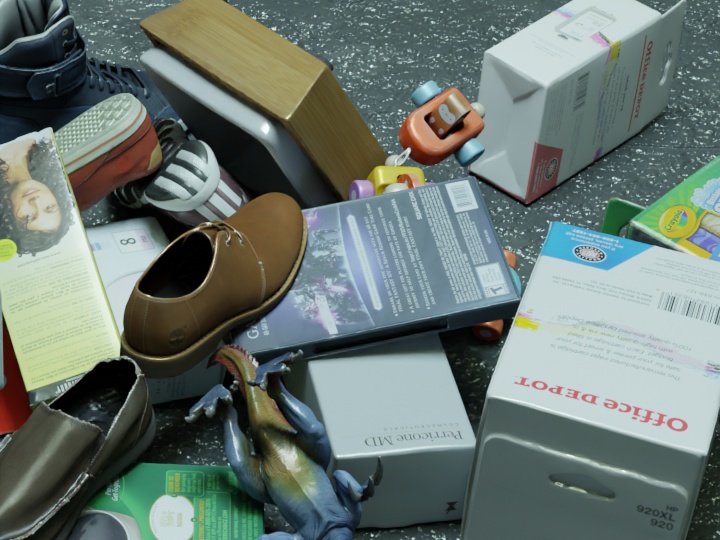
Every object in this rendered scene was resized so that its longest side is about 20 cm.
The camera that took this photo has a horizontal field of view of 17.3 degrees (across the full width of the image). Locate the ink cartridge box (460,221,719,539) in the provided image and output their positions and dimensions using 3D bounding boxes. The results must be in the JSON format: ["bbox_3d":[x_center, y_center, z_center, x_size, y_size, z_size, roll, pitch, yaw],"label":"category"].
[{"bbox_3d":[0.165,0.094,1.581,0.146,0.145,0.200,15,39,10],"label":"ink cartridge box"}]

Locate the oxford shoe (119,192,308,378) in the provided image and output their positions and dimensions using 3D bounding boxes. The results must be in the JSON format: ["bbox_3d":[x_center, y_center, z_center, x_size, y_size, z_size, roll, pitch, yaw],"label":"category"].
[{"bbox_3d":[-0.092,-0.007,1.598,0.071,0.072,0.200,19,38,20],"label":"oxford shoe"}]

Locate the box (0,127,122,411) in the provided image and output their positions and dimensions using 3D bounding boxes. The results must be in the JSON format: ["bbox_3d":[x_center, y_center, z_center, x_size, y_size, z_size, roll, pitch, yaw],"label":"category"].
[{"bbox_3d":[-0.215,0.005,1.621,0.075,0.050,0.201,-20,65,-6],"label":"box"}]

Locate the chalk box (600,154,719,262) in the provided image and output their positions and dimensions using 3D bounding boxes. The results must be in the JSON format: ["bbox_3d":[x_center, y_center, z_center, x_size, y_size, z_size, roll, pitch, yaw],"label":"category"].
[{"bbox_3d":[0.263,0.010,1.720,0.199,0.125,0.124,33,45,28],"label":"chalk box"}]

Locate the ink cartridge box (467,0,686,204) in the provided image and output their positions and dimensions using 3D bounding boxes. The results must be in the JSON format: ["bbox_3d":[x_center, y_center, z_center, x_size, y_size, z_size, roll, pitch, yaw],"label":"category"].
[{"bbox_3d":[0.178,-0.152,1.920,0.067,0.117,0.200,31,43,29],"label":"ink cartridge box"}]

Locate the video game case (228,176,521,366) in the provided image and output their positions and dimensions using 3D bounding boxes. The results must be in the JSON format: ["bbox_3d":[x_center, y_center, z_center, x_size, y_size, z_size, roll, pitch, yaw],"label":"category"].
[{"bbox_3d":[0.000,0.000,1.650,0.198,0.019,0.143,-12,40,-4],"label":"video game case"}]

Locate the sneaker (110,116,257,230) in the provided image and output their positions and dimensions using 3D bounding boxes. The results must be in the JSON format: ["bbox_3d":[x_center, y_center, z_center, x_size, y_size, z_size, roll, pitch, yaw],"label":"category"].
[{"bbox_3d":[-0.121,-0.047,1.790,0.076,0.115,0.200,-49,21,-2],"label":"sneaker"}]

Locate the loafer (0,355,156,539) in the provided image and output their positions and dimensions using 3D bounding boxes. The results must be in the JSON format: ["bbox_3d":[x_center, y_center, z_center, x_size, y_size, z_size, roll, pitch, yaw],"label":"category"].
[{"bbox_3d":[-0.199,0.116,1.486,0.073,0.071,0.200,20,40,18],"label":"loafer"}]

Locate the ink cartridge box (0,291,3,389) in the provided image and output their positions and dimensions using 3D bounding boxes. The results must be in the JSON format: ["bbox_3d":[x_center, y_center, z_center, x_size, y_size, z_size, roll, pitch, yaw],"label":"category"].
[{"bbox_3d":[-0.274,-0.041,1.586,0.047,0.201,0.160,-3,25,-18],"label":"ink cartridge box"}]

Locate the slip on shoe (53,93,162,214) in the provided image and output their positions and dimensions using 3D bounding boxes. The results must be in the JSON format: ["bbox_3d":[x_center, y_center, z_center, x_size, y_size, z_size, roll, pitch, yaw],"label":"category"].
[{"bbox_3d":[-0.232,-0.055,1.732,0.199,0.061,0.074,-30,30,10],"label":"slip on shoe"}]

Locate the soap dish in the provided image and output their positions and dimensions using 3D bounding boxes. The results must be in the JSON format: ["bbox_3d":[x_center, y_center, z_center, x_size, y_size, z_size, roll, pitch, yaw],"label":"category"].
[{"bbox_3d":[-0.065,-0.114,1.773,0.157,0.200,0.081,34,80,30],"label":"soap dish"}]

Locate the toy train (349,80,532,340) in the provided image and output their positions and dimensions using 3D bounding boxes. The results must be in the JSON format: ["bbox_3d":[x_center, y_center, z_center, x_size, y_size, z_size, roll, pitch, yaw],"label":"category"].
[{"bbox_3d":[0.080,-0.050,1.758,0.150,0.056,0.201,-27,77,-32],"label":"toy train"}]

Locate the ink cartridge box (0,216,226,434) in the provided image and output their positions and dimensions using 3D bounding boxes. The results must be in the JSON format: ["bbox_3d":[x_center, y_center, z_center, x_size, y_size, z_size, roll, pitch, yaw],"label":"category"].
[{"bbox_3d":[-0.213,0.038,1.676,0.199,0.057,0.163,-7,40,-24],"label":"ink cartridge box"}]

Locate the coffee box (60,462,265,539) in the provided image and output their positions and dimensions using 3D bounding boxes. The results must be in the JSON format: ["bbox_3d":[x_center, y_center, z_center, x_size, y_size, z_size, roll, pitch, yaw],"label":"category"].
[{"bbox_3d":[-0.160,0.176,1.511,0.198,0.044,0.123,2,38,-6],"label":"coffee box"}]

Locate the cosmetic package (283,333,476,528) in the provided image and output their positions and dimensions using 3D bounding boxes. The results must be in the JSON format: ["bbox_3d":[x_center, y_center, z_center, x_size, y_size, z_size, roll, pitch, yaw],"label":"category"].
[{"bbox_3d":[0.007,0.082,1.633,0.101,0.072,0.201,-4,40,-13],"label":"cosmetic package"}]

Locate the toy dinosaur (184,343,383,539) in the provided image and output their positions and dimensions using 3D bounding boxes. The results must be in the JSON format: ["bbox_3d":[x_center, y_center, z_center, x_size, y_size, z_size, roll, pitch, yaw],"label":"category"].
[{"bbox_3d":[-0.021,0.140,1.511,0.105,0.182,0.200,-30,17,12],"label":"toy dinosaur"}]

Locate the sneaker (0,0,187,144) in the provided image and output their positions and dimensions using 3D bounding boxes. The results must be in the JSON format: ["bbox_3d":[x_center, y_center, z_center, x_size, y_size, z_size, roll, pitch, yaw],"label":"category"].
[{"bbox_3d":[-0.209,-0.162,1.852,0.201,0.147,0.077,-16,42,-29],"label":"sneaker"}]
